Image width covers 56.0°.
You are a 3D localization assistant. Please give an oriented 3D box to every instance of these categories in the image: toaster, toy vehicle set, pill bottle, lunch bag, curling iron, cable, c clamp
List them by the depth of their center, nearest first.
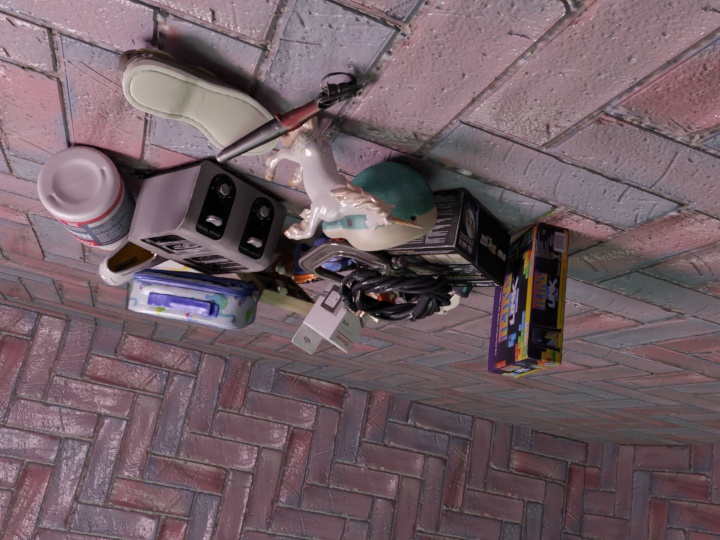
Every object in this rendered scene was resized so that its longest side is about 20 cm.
[{"bbox_3d":[-0.085,-0.167,0.747,0.199,0.026,0.049,-21,171,29],"label":"curling iron"},{"bbox_3d":[0.059,0.036,1.024,0.162,0.051,0.200,-7,160,13],"label":"cable"},{"bbox_3d":[0.000,0.000,1.031,0.170,0.027,0.200,21,160,-26],"label":"c clamp"},{"bbox_3d":[-0.250,-0.080,1.070,0.199,0.119,0.180,-4,157,40],"label":"toaster"},{"bbox_3d":[-0.429,-0.105,1.098,0.119,0.120,0.200,11,163,-1],"label":"pill bottle"},{"bbox_3d":[-0.277,0.046,1.145,0.199,0.083,0.161,9,-178,5],"label":"lunch bag"},{"bbox_3d":[-0.179,0.018,1.311,0.124,0.027,0.200,20,-167,-39],"label":"toy vehicle set"}]

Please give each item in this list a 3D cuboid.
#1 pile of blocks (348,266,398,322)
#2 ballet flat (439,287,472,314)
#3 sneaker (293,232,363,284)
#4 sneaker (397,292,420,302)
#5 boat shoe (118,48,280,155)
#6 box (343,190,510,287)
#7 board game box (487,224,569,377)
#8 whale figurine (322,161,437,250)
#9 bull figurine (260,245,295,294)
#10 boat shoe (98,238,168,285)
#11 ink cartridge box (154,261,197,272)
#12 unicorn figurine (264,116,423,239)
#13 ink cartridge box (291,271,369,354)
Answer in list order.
[{"bbox_3d":[0.024,0.056,1.202,0.062,0.082,0.200,40,179,22],"label":"pile of blocks"},{"bbox_3d":[0.160,0.046,1.301,0.073,0.074,0.200,15,163,-13],"label":"ballet flat"},{"bbox_3d":[-0.041,-0.034,1.165,0.199,0.079,0.075,-17,176,26],"label":"sneaker"},{"bbox_3d":[0.083,0.019,1.231,0.075,0.088,0.200,10,165,-3],"label":"sneaker"},{"bbox_3d":[-0.177,-0.191,0.768,0.201,0.072,0.060,18,-152,-44],"label":"boat shoe"},{"bbox_3d":[0.101,-0.040,1.027,0.199,0.087,0.164,-2,159,38],"label":"box"},{"bbox_3d":[0.253,0.052,1.033,0.056,0.201,0.165,11,163,-7],"label":"board game box"},{"bbox_3d":[0.014,-0.095,0.915,0.158,0.104,0.200,-21,-160,-24],"label":"whale figurine"},{"bbox_3d":[-0.169,-0.019,1.249,0.199,0.065,0.122,21,-161,-10],"label":"bull figurine"},{"bbox_3d":[-0.354,-0.047,1.158,0.071,0.200,0.070,57,151,-2],"label":"boat shoe"},{"bbox_3d":[-0.380,-0.032,1.389,0.116,0.068,0.200,-1,159,36],"label":"ink cartridge box"},{"bbox_3d":[-0.041,-0.096,0.807,0.137,0.201,0.074,-30,-177,42],"label":"unicorn figurine"},{"bbox_3d":[-0.034,0.080,1.292,0.066,0.201,0.116,30,172,25],"label":"ink cartridge box"}]
